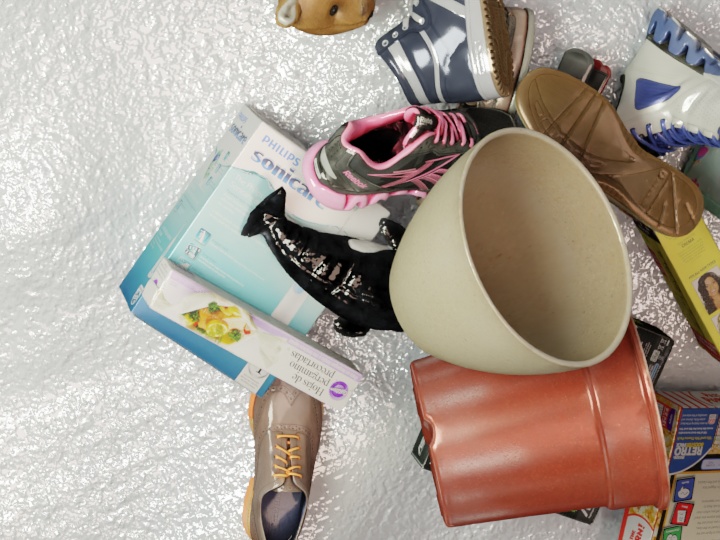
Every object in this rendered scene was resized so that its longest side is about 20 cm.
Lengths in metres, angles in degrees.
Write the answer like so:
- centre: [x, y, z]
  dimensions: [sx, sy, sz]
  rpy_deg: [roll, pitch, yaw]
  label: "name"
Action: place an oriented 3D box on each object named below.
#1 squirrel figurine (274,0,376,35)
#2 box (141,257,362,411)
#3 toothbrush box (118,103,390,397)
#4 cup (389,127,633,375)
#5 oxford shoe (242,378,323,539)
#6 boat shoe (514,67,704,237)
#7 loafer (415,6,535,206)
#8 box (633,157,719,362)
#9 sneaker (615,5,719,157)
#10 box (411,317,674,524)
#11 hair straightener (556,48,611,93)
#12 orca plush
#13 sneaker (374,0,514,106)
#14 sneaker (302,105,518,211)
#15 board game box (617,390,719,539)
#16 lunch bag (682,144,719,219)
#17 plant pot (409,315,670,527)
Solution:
- centre: [-0.047, -0.297, 1.492]
  dimensions: [0.198, 0.142, 0.188]
  rpy_deg: [17, 111, -4]
  label: "squirrel figurine"
- centre: [-0.090, 0.055, 1.518]
  dimensions: [0.199, 0.041, 0.039]
  rpy_deg: [30, 97, -23]
  label: "box"
- centre: [-0.093, -0.018, 1.564]
  dimensions: [0.146, 0.085, 0.201]
  rpy_deg: [33, 96, -21]
  label: "toothbrush box"
- centre: [0.106, 0.002, 1.481]
  dimensions: [0.199, 0.143, 0.203]
  rpy_deg: [20, 59, -36]
  label: "cup"
- centre: [-0.064, 0.165, 1.629]
  dimensions: [0.070, 0.073, 0.203]
  rpy_deg: [1, 105, -14]
  label: "oxford shoe"
- centre: [0.209, -0.101, 1.573]
  dimensions: [0.199, 0.072, 0.073]
  rpy_deg: [35, 85, -11]
  label: "boat shoe"
- centre: [0.102, -0.139, 1.594]
  dimensions: [0.062, 0.072, 0.202]
  rpy_deg: [12, 105, -10]
  label: "loafer"
- centre: [0.307, -0.009, 1.681]
  dimensions: [0.050, 0.075, 0.201]
  rpy_deg: [-33, 112, -2]
  label: "box"
- centre: [0.294, -0.135, 1.596]
  dimensions: [0.080, 0.200, 0.116]
  rpy_deg: [22, 113, -44]
  label: "sneaker"
- centre: [0.172, 0.119, 1.695]
  dimensions: [0.191, 0.048, 0.202]
  rpy_deg: [20, 100, -16]
  label: "box"
- centre: [0.151, -0.110, 1.613]
  dimensions: [0.077, 0.041, 0.201]
  rpy_deg: [22, 102, -55]
  label: "hair straightener"
- centre: [0.000, 0.000, 1.513]
  dimensions: [0.105, 0.071, 0.200]
  rpy_deg: [-46, 114, 0]
  label: "orca plush"
- centre: [0.066, -0.239, 1.553]
  dimensions: [0.107, 0.070, 0.203]
  rpy_deg: [-10, 81, 27]
  label: "sneaker"
- centre: [0.053, -0.106, 1.497]
  dimensions: [0.198, 0.096, 0.080]
  rpy_deg: [-14, 69, -24]
  label: "sneaker"
- centre: [0.329, 0.218, 1.742]
  dimensions: [0.150, 0.046, 0.202]
  rpy_deg: [3, 105, -33]
  label: "board game box"
- centre: [0.402, -0.106, 1.625]
  dimensions: [0.200, 0.170, 0.122]
  rpy_deg: [-42, 121, -1]
  label: "lunch bag"
- centre: [0.151, 0.132, 1.578]
  dimensions: [0.193, 0.201, 0.203]
  rpy_deg: [-13, 108, 0]
  label: "plant pot"
